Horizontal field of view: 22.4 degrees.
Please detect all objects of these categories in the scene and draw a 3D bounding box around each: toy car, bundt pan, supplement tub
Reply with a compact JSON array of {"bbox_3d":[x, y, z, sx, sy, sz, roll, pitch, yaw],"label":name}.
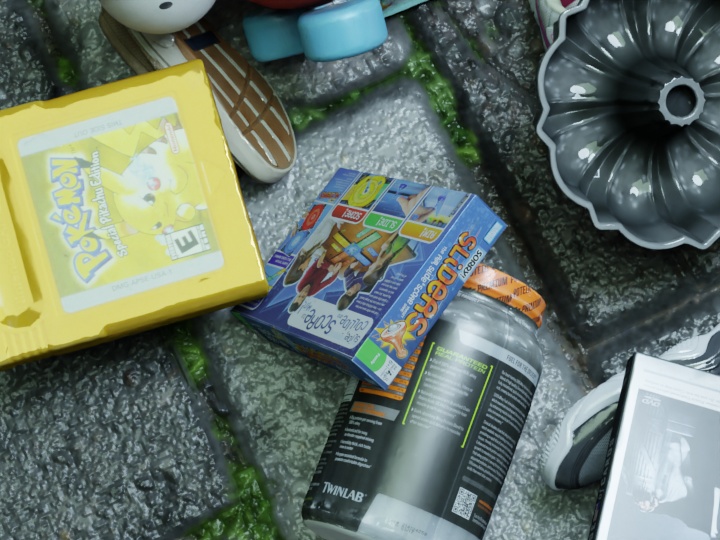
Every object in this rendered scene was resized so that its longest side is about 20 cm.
[{"bbox_3d":[-0.111,-0.218,1.257,0.200,0.177,0.185,-23,107,-25],"label":"toy car"},{"bbox_3d":[0.207,-0.117,1.238,0.201,0.076,0.202,-1,99,-9],"label":"bundt pan"},{"bbox_3d":[0.048,0.098,1.224,0.122,0.123,0.200,19,76,10],"label":"supplement tub"}]

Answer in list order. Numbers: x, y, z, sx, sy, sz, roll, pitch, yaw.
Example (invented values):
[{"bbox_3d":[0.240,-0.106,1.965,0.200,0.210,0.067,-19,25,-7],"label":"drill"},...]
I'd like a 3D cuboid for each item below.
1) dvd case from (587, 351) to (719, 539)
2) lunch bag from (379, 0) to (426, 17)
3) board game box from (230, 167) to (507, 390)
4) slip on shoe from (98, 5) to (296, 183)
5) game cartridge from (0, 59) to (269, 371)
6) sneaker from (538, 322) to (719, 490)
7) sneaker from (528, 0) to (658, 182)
[{"bbox_3d":[0.220,0.163,1.130,0.150,0.025,0.200,16,66,0],"label":"dvd case"},{"bbox_3d":[0.057,-0.302,1.343,0.200,0.122,0.171,-26,75,-8],"label":"lunch bag"},{"bbox_3d":[0.000,0.000,1.230,0.034,0.200,0.135,42,79,-26],"label":"board game box"},{"bbox_3d":[-0.124,-0.137,1.344,0.200,0.076,0.061,50,123,8],"label":"slip on shoe"},{"bbox_3d":[-0.182,-0.040,1.260,0.200,0.032,0.177,-16,79,-8],"label":"game cartridge"},{"bbox_3d":[0.225,0.114,1.215,0.200,0.076,0.114,-29,55,-7],"label":"sneaker"},{"bbox_3d":[0.166,-0.158,1.304,0.081,0.088,0.200,-17,77,0],"label":"sneaker"}]
